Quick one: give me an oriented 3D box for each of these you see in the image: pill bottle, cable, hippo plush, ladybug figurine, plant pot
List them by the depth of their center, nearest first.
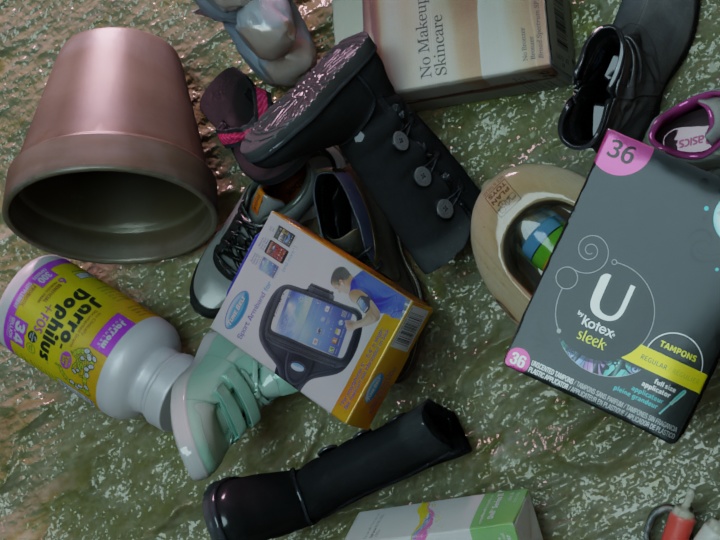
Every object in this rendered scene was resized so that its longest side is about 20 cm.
[{"bbox_3d":[0.252,0.275,1.467,0.097,0.050,0.201,29,94,24],"label":"cable"},{"bbox_3d":[0.178,-0.008,1.521,0.136,0.072,0.200,-45,70,12],"label":"ladybug figurine"},{"bbox_3d":[-0.068,-0.276,1.645,0.161,0.159,0.200,-43,26,-5],"label":"hippo plush"},{"bbox_3d":[-0.230,-0.124,1.664,0.199,0.200,0.174,-12,62,21],"label":"plant pot"},{"bbox_3d":[-0.241,0.072,1.674,0.199,0.104,0.105,29,95,23],"label":"pill bottle"}]

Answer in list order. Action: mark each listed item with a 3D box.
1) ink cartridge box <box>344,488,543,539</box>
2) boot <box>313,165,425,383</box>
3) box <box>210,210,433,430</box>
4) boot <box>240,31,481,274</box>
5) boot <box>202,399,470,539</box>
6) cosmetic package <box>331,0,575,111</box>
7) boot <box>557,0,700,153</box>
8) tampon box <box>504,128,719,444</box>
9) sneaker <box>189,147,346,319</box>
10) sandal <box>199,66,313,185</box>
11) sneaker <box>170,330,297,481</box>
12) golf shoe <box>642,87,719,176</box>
[{"bbox_3d":[0.059,0.263,1.520,0.199,0.067,0.118,-10,108,21],"label":"ink cartridge box"},{"bbox_3d":[0.000,0.000,1.578,0.074,0.097,0.201,-15,76,35],"label":"boot"},{"bbox_3d":[-0.044,0.036,1.523,0.200,0.041,0.119,32,96,33],"label":"box"},{"bbox_3d":[0.008,-0.077,1.518,0.165,0.200,0.066,-46,25,-26],"label":"boot"},{"bbox_3d":[-0.019,0.176,1.528,0.199,0.165,0.066,-23,83,19],"label":"boot"},{"bbox_3d":[0.083,-0.204,1.578,0.199,0.087,0.104,-9,82,22],"label":"cosmetic package"},{"bbox_3d":[0.228,-0.189,1.490,0.069,0.132,0.201,11,88,24],"label":"boot"},{"bbox_3d":[0.225,0.013,1.395,0.149,0.126,0.201,24,93,12],"label":"tampon box"},{"bbox_3d":[-0.097,-0.041,1.641,0.074,0.079,0.200,42,102,20],"label":"sneaker"},{"bbox_3d":[-0.105,-0.139,1.627,0.075,0.045,0.200,-49,41,1],"label":"sandal"},{"bbox_3d":[-0.096,0.105,1.573,0.118,0.201,0.074,-12,119,16],"label":"sneaker"},{"bbox_3d":[0.328,-0.124,1.463,0.199,0.091,0.076,-20,75,18],"label":"golf shoe"}]
